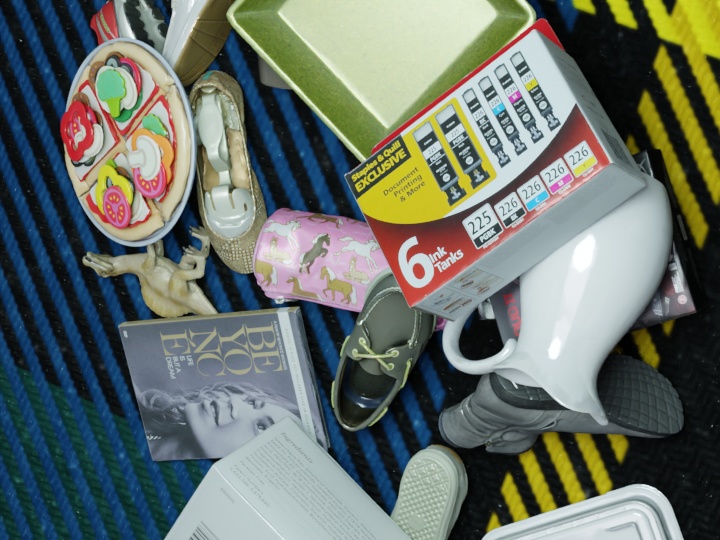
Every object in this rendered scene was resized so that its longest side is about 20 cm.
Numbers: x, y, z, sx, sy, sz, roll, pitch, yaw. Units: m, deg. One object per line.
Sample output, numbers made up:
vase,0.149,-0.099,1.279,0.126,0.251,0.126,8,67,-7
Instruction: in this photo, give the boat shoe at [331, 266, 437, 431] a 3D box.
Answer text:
boat shoe,0.020,0.075,1.486,0.071,0.061,0.203,25,140,4

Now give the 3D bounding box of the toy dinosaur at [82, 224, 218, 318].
toy dinosaur,-0.180,0.011,1.630,0.199,0.058,0.102,31,121,11

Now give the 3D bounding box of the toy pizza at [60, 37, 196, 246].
toy pizza,-0.232,-0.123,1.573,0.199,0.032,0.203,8,102,43

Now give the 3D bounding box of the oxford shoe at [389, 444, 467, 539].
oxford shoe,0.054,0.249,1.545,0.075,0.058,0.202,26,117,16

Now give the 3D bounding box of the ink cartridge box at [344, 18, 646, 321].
ink cartridge box,0.096,-0.090,1.300,0.199,0.084,0.177,-36,65,19

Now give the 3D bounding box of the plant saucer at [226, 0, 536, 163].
plant saucer,0.020,-0.220,1.392,0.200,0.048,0.200,46,110,0

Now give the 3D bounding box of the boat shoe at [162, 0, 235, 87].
boat shoe,-0.156,-0.280,1.584,0.069,0.071,0.202,25,94,19

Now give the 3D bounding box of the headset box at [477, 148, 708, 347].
headset box,0.192,-0.008,1.458,0.198,0.075,0.151,-17,88,21

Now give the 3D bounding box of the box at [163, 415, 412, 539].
box,-0.077,0.287,1.530,0.200,0.130,0.200,43,125,13

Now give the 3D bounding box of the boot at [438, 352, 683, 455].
boot,0.181,0.128,1.472,0.198,0.071,0.132,15,146,-16

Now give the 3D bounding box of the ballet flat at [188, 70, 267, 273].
ballet flat,-0.136,-0.095,1.587,0.070,0.065,0.203,-12,91,11

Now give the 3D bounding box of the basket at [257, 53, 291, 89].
basket,-0.040,-0.274,1.493,0.134,0.180,0.203,3,104,14

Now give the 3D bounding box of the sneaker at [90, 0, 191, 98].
sneaker,-0.219,-0.175,1.623,0.084,0.077,0.203,-18,84,38

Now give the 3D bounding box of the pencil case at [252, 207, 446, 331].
pencil case,0.000,0.000,1.533,0.198,0.083,0.088,11,122,20

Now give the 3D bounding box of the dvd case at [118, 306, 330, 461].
dvd case,-0.136,0.115,1.608,0.197,0.016,0.151,-5,107,22

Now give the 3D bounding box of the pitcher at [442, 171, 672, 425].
pitcher,0.164,0.008,1.358,0.170,0.121,0.202,17,84,32

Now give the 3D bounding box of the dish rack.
dish rack,0.209,0.304,1.492,0.198,0.043,0.174,-21,87,23
